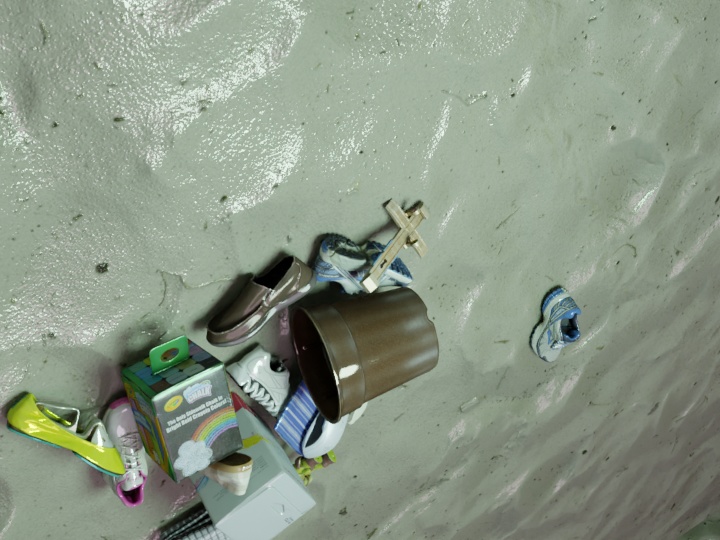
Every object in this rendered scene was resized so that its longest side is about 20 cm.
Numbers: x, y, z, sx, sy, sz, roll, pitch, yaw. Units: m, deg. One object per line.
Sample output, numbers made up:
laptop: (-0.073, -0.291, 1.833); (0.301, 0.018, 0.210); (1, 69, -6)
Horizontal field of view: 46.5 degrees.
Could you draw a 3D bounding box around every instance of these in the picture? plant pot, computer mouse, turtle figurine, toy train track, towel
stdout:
plant pot: (0.011, 0.127, 1.391); (0.197, 0.200, 0.201); (-17, 133, -20)
computer mouse: (-0.038, 0.257, 1.520); (0.201, 0.044, 0.110); (-63, 149, -6)
turtle figurine: (-0.135, 0.384, 1.588); (0.161, 0.065, 0.200); (-36, 139, 22)
toy train track: (0.065, -0.041, 1.374); (0.115, 0.032, 0.200); (52, 56, -23)
towel: (-0.073, 0.228, 1.506); (0.200, 0.024, 0.145); (-57, 148, -19)
towel: (-0.284, 0.524, 1.609); (0.165, 0.086, 0.201); (-26, 138, -16)

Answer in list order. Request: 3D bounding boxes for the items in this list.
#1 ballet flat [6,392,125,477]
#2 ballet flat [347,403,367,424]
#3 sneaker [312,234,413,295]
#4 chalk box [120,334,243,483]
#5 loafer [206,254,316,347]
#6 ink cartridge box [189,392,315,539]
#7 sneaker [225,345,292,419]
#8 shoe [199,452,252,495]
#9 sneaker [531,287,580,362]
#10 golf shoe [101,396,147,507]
ballet flat: (-0.424, 0.242, 1.246); (0.200, 0.067, 0.067); (34, 84, -27)
ballet flat: (-0.048, 0.280, 1.599); (0.200, 0.074, 0.074); (-47, 139, 5)
sneaker: (0.000, 0.000, 1.409); (0.199, 0.077, 0.085); (16, 123, -37)
chalk box: (-0.276, 0.191, 1.273); (0.124, 0.124, 0.201); (-24, 117, -31)
loafer: (-0.165, 0.040, 1.312); (0.200, 0.073, 0.071); (-38, 129, -13)
ink cartridge box: (-0.200, 0.346, 1.433); (0.144, 0.200, 0.146); (-37, 139, -6)
sneaker: (-0.150, 0.201, 1.454); (0.081, 0.075, 0.200); (-47, 140, -9)
shoe: (-0.245, 0.304, 1.338); (0.070, 0.199, 0.054); (-18, 112, -42)
sneaker: (0.435, 0.138, 1.836); (0.077, 0.085, 0.201); (-21, 135, -22)
golf shoe: (-0.368, 0.292, 1.340); (0.075, 0.092, 0.201); (-12, 129, -29)
